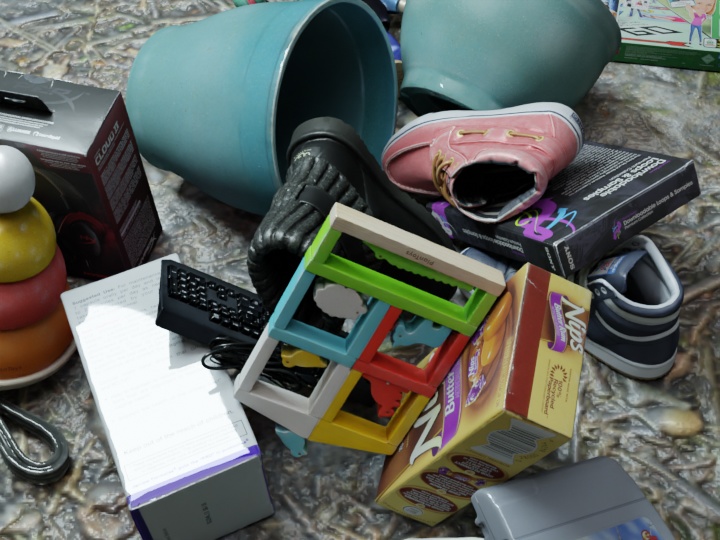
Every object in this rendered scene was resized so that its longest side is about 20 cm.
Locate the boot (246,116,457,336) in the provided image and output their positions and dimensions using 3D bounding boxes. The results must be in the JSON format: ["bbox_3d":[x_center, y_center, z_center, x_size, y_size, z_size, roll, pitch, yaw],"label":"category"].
[{"bbox_3d":[-0.002,0.001,0.885,0.079,0.211,0.158,-26,34,30],"label":"boot"}]

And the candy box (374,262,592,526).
[{"bbox_3d":[0.083,0.095,0.813,0.056,0.200,0.117,23,55,-11],"label":"candy box"}]

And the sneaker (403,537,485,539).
[{"bbox_3d":[0.106,0.229,0.786,0.199,0.081,0.077,5,53,0],"label":"sneaker"}]

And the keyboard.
[{"bbox_3d":[-0.059,0.048,0.879,0.199,0.040,0.104,22,33,-24],"label":"keyboard"}]

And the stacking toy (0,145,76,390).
[{"bbox_3d":[-0.282,-0.016,0.902,0.146,0.200,0.146,13,41,-12],"label":"stacking toy"}]

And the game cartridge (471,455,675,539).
[{"bbox_3d":[0.167,0.222,0.754,0.133,0.042,0.200,-11,62,-29],"label":"game cartridge"}]

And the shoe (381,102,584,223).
[{"bbox_3d":[0.083,-0.086,0.956,0.200,0.072,0.091,-6,30,39],"label":"shoe"}]

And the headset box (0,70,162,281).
[{"bbox_3d":[-0.264,-0.083,0.963,0.148,0.200,0.075,11,55,11],"label":"headset box"}]

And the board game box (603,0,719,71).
[{"bbox_3d":[0.306,-0.265,1.165,0.199,0.029,0.135,7,56,9],"label":"board game box"}]

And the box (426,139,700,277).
[{"bbox_3d":[0.163,-0.059,0.958,0.143,0.036,0.200,-30,22,-17],"label":"box"}]

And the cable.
[{"bbox_3d":[-0.318,0.112,0.938,0.199,0.050,0.097,25,41,6],"label":"cable"}]

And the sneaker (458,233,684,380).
[{"bbox_3d":[0.169,0.006,0.927,0.199,0.109,0.070,25,59,20],"label":"sneaker"}]

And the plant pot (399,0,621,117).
[{"bbox_3d":[0.116,-0.190,1.039,0.200,0.200,0.135,26,83,20],"label":"plant pot"}]

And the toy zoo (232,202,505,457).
[{"bbox_3d":[-0.004,0.058,0.809,0.131,0.200,0.020,21,30,-15],"label":"toy zoo"}]

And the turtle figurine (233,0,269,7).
[{"bbox_3d":[-0.061,-0.296,1.134,0.200,0.101,0.150,-45,45,-12],"label":"turtle figurine"}]

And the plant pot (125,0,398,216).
[{"bbox_3d":[-0.095,-0.145,1.013,0.187,0.200,0.200,11,54,30],"label":"plant pot"}]

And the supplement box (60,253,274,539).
[{"bbox_3d":[-0.150,0.102,0.883,0.103,0.101,0.200,-21,56,-12],"label":"supplement box"}]

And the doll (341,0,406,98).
[{"bbox_3d":[-0.001,-0.246,1.157,0.136,0.049,0.200,-20,48,1],"label":"doll"}]
